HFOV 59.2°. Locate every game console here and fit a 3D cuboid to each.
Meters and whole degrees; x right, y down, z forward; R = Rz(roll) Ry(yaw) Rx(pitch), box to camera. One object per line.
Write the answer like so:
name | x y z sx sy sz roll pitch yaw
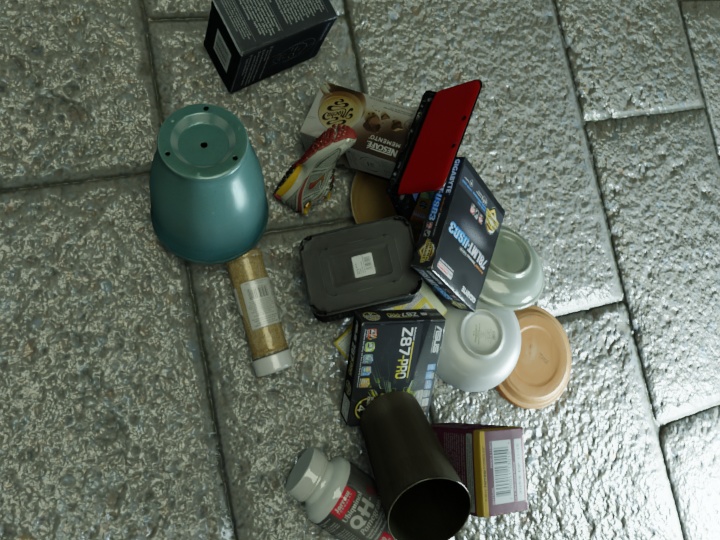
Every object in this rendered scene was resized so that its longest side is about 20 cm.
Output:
game console | 0.132 -0.191 1.058 0.116 0.173 0.205 16 72 23

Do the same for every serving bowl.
serving bowl | 0.217 0.121 1.187 0.193 0.066 0.207 3 76 -10

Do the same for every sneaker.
sneaker | -0.067 -0.174 1.096 0.082 0.199 0.079 38 42 -15

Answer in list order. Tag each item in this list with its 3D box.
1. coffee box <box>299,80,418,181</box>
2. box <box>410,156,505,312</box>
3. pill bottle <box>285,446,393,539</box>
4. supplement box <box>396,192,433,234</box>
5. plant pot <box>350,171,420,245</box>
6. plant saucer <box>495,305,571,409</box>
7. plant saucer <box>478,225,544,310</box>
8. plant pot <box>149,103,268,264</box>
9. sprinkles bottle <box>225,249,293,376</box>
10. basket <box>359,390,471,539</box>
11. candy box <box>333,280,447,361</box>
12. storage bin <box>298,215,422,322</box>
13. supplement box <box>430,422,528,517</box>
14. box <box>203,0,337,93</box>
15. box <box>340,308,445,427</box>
coffee box | 0.005 -0.246 1.140 0.195 0.080 0.115 21 73 13
box | 0.174 -0.058 1.098 0.199 0.049 0.204 38 66 -50
pill bottle | -0.023 0.382 1.047 0.198 0.110 0.112 37 70 -11
supplement box | 0.119 -0.177 1.192 0.065 0.069 0.206 15 78 -15
plant pot | 0.069 -0.127 1.214 0.194 0.027 0.207 4 79 -20
plant saucer | 0.340 0.171 1.262 0.194 0.032 0.207 3 80 -20
plant saucer | 0.272 -0.023 1.218 0.194 0.051 0.205 9 53 -12
plant pot | -0.239 -0.145 0.986 0.193 0.189 0.206 4 62 -7
sprinkles bottle | -0.170 0.071 1.069 0.066 0.068 0.206 -15 86 -21
basket | 0.077 0.307 1.023 0.133 0.202 0.183 -25 130 -1
candy box | 0.054 0.101 1.145 0.199 0.026 0.103 -42 92 -7
storage bin | 0.000 0.000 1.096 0.194 0.094 0.139 -13 79 -2
supplement box | 0.179 0.331 1.077 0.101 0.198 0.136 4 80 -30
box | -0.161 -0.423 1.114 0.197 0.148 0.109 -30 92 -22
box | 0.054 0.168 1.097 0.156 0.049 0.206 0 113 -23
